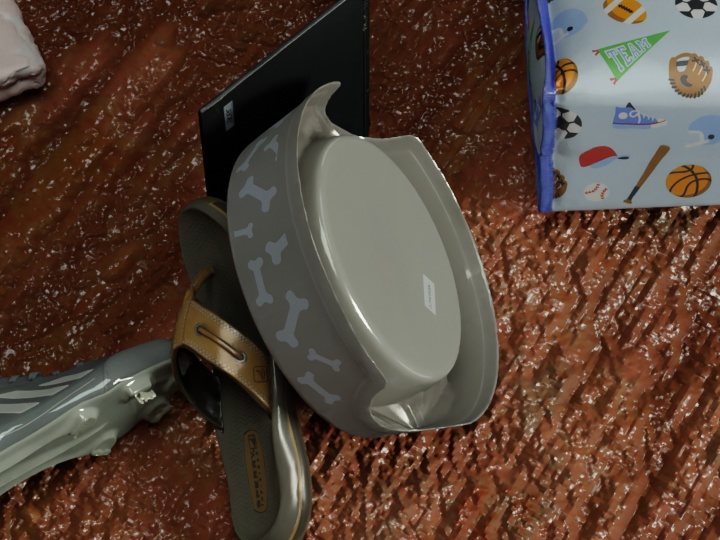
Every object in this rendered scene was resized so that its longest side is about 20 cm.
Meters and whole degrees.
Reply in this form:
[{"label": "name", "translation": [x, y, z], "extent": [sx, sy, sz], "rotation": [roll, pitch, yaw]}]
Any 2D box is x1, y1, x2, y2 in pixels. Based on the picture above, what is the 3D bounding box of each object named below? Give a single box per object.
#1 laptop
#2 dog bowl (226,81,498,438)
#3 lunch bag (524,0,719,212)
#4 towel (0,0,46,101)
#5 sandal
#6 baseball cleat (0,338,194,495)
[{"label": "laptop", "translation": [-0.047, -0.132, 1.456], "extent": [0.103, 0.177, 0.201], "rotation": [-6, 62, -4]}, {"label": "dog bowl", "translation": [0.000, 0.000, 1.383], "extent": [0.059, 0.200, 0.201], "rotation": [-22, 57, 26]}, {"label": "lunch bag", "translation": [0.179, -0.143, 1.498], "extent": [0.169, 0.124, 0.200], "rotation": [0, 47, 0]}, {"label": "towel", "translation": [-0.313, -0.157, 1.555], "extent": [0.191, 0.032, 0.200], "rotation": [-24, 63, -12]}, {"label": "sandal", "translation": [-0.075, 0.057, 1.382], "extent": [0.054, 0.082, 0.201], "rotation": [-4, 84, -33]}, {"label": "baseball cleat", "translation": [-0.195, 0.072, 1.404], "extent": [0.200, 0.070, 0.107], "rotation": [-29, 65, -16]}]
